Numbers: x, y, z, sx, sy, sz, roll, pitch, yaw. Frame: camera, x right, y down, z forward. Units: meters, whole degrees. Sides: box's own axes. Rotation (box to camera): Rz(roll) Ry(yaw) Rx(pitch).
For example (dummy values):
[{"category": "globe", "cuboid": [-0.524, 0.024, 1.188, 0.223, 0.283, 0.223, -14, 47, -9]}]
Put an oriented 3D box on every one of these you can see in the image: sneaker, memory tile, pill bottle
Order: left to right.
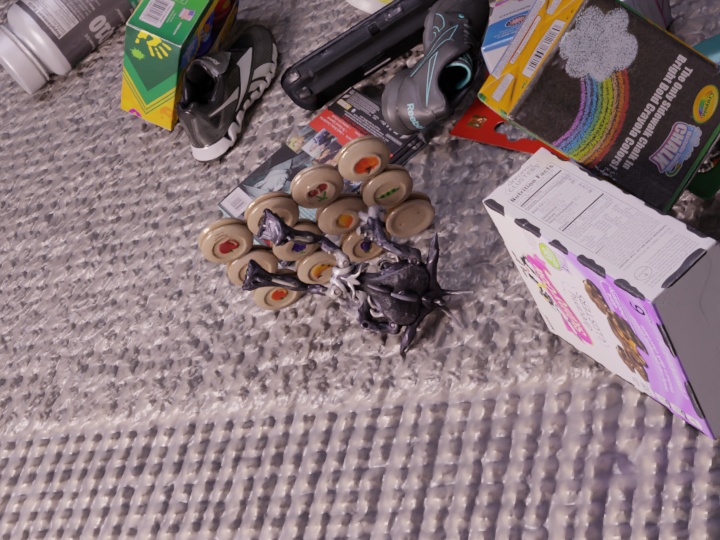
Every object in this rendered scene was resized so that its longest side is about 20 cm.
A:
[{"category": "pill bottle", "cuboid": [-0.397, -0.336, 1.892, 0.200, 0.113, 0.113, -43, 41, -8]}, {"category": "sneaker", "cuboid": [-0.156, -0.225, 1.632, 0.066, 0.091, 0.200, 2, 53, 31]}, {"category": "memory tile", "cuboid": [-0.038, -0.039, 1.326, 0.200, 0.153, 0.017, -30, 52, 9]}, {"category": "sneaker", "cuboid": [0.098, -0.216, 1.453, 0.079, 0.075, 0.200, -5, 47, 44]}]

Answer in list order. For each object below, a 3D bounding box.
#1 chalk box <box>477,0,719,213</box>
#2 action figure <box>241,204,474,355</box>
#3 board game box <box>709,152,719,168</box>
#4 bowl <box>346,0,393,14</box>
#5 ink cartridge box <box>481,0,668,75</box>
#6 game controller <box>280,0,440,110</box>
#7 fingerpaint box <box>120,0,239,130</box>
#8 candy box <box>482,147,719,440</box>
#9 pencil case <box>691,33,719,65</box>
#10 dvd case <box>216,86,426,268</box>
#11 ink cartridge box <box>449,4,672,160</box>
[{"category": "chalk box", "cuboid": [0.218, -0.133, 1.143, 0.125, 0.200, 0.124, -57, 15, 10]}, {"category": "action figure", "cuboid": [0.000, 0.000, 1.280, 0.102, 0.199, 0.119, -95, 21, -71]}, {"category": "board game box", "cuboid": [0.405, -0.111, 1.188, 0.200, 0.023, 0.105, -31, 38, 5]}, {"category": "bowl", "cuboid": [0.031, -0.349, 1.593, 0.200, 0.199, 0.108, 57, 135, 50]}, {"category": "ink cartridge box", "cuboid": [0.201, -0.235, 1.297, 0.144, 0.085, 0.200, -16, 28, 23]}, {"category": "game controller", "cuboid": [0.007, -0.241, 1.534, 0.200, 0.104, 0.042, -31, 82, 4]}, {"category": "fingerpaint box", "cuboid": [-0.206, -0.296, 1.679, 0.073, 0.167, 0.200, 24, 59, 2]}, {"category": "candy box", "cuboid": [0.204, 0.015, 1.091, 0.072, 0.168, 0.200, -41, 40, -10]}, {"category": "pencil case", "cuboid": [0.290, -0.154, 1.260, 0.199, 0.092, 0.085, -21, 79, 13]}, {"category": "dvd case", "cuboid": [-0.044, -0.102, 1.491, 0.200, 0.022, 0.146, -41, 40, -8]}, {"category": "ink cartridge box", "cuboid": [0.193, -0.209, 1.411, 0.162, 0.057, 0.200, 18, 58, 44]}]
